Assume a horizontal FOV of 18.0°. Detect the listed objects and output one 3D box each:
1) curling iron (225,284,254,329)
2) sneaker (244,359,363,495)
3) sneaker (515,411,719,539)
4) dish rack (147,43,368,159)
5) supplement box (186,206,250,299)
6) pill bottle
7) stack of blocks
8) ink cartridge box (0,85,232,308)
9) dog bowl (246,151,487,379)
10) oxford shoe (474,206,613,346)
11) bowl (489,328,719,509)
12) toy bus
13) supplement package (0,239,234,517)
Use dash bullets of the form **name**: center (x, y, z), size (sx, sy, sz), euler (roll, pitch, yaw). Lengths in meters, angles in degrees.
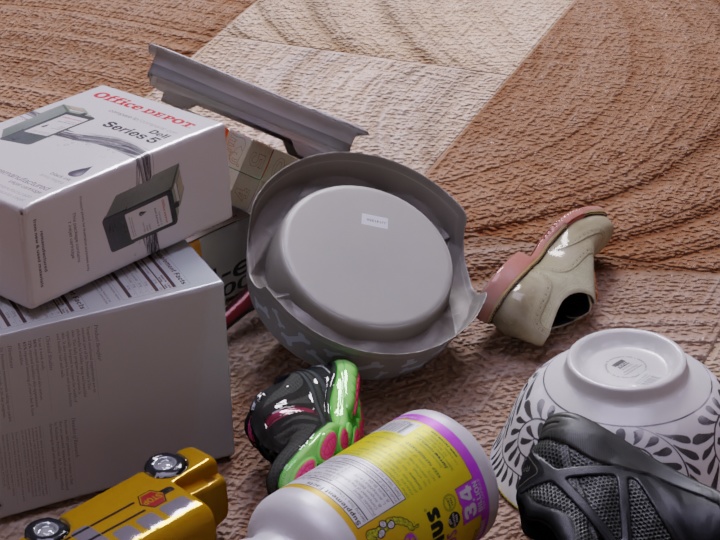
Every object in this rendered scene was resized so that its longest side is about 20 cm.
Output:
- **curling iron**: center (-0.090, 0.009, 1.875), size (0.200, 0.050, 0.026), euler (-35, 9, -22)
- **sneaker**: center (-0.046, 0.130, 1.675), size (0.084, 0.077, 0.200), euler (-4, 18, 8)
- **sneaker**: center (0.194, 0.189, 1.549), size (0.199, 0.076, 0.114), euler (28, 68, 6)
- **dish rack**: center (-0.097, -0.139, 1.963), size (0.200, 0.044, 0.172), euler (23, 1, -6)
- **supplement box**: center (-0.202, -0.027, 1.954), size (0.126, 0.074, 0.200), euler (-26, 37, -37)
- **pill bottle**: center (-0.005, 0.178, 1.540), size (0.104, 0.104, 0.200), euler (24, 38, 38)
- **stack of blocks**: center (-0.082, -0.077, 1.942), size (0.115, 0.059, 0.200), euler (24, 2, 37)
- **ink cartridge box**: center (-0.216, -0.060, 1.692), size (0.145, 0.084, 0.200), euler (20, 34, 39)
- **dog bowl**: center (0.000, 0.000, 1.812), size (0.200, 0.059, 0.200), euler (10, 51, -13)
- **oxford shoe**: center (0.168, 0.010, 1.894), size (0.074, 0.071, 0.200), euler (37, 41, 14)
- **bowl**: center (0.194, 0.104, 1.672), size (0.201, 0.094, 0.201), euler (-2, 29, 1)
- **toy bus**: center (-0.167, 0.196, 1.558), size (0.200, 0.065, 0.078), euler (-27, 38, -37)
- **supplement package**: center (-0.216, 0.066, 1.706), size (0.200, 0.152, 0.151), euler (-14, 30, -21)
